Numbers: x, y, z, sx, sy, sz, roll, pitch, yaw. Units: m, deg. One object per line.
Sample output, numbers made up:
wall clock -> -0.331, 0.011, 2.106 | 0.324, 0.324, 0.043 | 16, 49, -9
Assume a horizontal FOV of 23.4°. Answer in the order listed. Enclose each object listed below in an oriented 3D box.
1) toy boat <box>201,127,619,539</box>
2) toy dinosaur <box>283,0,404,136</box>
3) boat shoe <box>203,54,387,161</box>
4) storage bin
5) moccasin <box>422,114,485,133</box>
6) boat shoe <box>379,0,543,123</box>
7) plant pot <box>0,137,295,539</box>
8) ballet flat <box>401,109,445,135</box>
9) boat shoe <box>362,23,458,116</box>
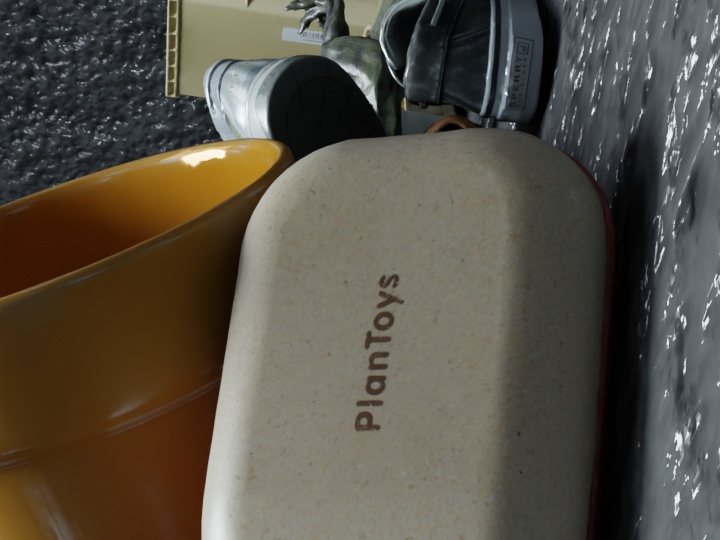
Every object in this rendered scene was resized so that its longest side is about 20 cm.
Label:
toy boat -> 0.028, 0.059, 0.584 | 0.131, 0.130, 0.201 | 45, -133, -56
toy dinosaur -> -0.002, -0.108, 0.926 | 0.088, 0.047, 0.201 | 13, 96, 55
boat shoe -> -0.008, -0.022, 0.846 | 0.075, 0.065, 0.202 | -51, -51, -22
storage bin -> -0.037, -0.191, 1.252 | 0.199, 0.199, 0.094 | 111, 166, -71
moccasin -> 0.029, 0.031, 0.782 | 0.078, 0.073, 0.202 | 29, -102, -76
boat shoe -> 0.045, -0.118, 0.848 | 0.200, 0.071, 0.072 | -95, 14, -77
plant pot -> -0.093, 0.069, 0.686 | 0.200, 0.199, 0.184 | -97, -11, -75
ballet flat -> 0.000, 0.000, 0.956 | 0.069, 0.069, 0.201 | 116, 176, -76
boat shoe -> 0.024, -0.080, 1.071 | 0.074, 0.069, 0.201 | 105, 171, -45
